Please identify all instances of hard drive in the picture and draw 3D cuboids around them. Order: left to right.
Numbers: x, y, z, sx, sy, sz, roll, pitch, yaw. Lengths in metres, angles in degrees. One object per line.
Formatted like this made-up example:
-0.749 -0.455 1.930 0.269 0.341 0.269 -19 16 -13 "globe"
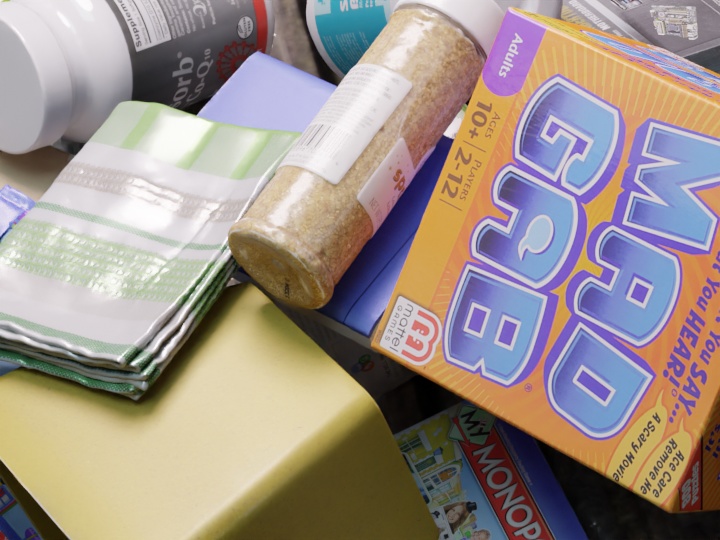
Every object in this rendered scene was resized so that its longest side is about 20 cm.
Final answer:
-0.026 -0.043 1.539 0.199 0.025 0.132 26 66 35 "hard drive"

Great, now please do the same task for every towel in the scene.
-0.132 -0.021 1.508 0.148 0.031 0.200 14 51 28 "towel"

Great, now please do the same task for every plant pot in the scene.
-0.074 0.130 1.491 0.176 0.200 0.200 -37 47 -12 "plant pot"

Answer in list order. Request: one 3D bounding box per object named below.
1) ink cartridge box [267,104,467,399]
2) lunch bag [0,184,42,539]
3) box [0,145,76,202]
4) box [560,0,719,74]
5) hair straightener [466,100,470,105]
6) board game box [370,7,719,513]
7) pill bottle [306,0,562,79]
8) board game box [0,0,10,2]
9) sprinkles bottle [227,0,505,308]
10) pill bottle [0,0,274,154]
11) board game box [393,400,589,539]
0.000 0.000 1.610 0.199 0.148 0.076 -30 50 -6 "ink cartridge box"
-0.213 0.060 1.602 0.094 0.200 0.151 21 61 31 "lunch bag"
-0.249 -0.040 1.774 0.199 0.078 0.095 20 61 31 "box"
0.182 -0.157 1.683 0.158 0.049 0.200 -20 32 -15 "box"
0.014 -0.080 1.736 0.199 0.041 0.077 -26 49 -9 "hair straightener"
0.166 -0.004 1.463 0.199 0.199 0.201 28 102 29 "board game box"
0.036 -0.167 1.678 0.111 0.111 0.200 -45 18 -18 "pill bottle"
-0.172 -0.210 1.845 0.045 0.135 0.200 28 66 35 "board game box"
0.006 -0.074 1.488 0.068 0.068 0.200 21 63 31 "sprinkles bottle"
-0.162 -0.150 1.759 0.116 0.117 0.199 29 39 34 "pill bottle"
0.063 0.169 1.534 0.134 0.029 0.201 -26 49 -1 "board game box"
